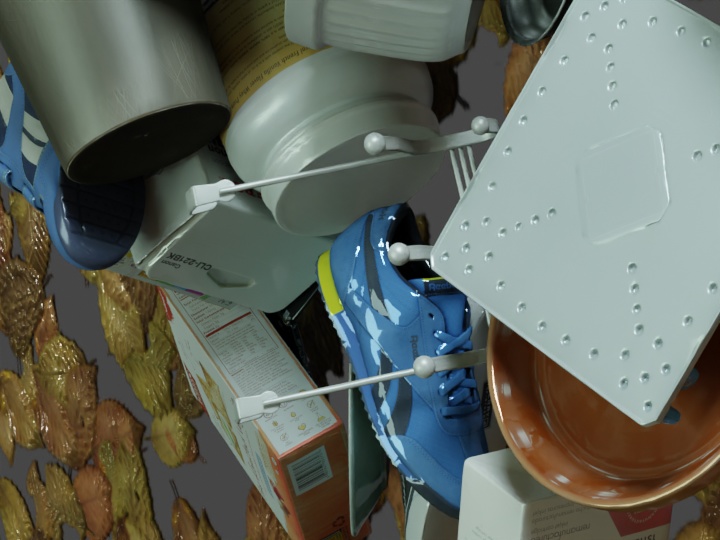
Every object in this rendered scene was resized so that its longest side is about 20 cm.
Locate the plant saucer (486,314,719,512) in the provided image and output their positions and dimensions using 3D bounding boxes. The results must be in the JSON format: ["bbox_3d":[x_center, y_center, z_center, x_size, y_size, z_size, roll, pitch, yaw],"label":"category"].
[{"bbox_3d":[0.156,0.034,1.358,0.199,0.032,0.202,-16,66,38],"label":"plant saucer"}]

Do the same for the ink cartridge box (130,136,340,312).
[{"bbox_3d":[-0.105,-0.085,1.707,0.084,0.144,0.201,-38,55,28],"label":"ink cartridge box"}]

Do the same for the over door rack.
[{"bbox_3d":[0.000,0.000,1.475,0.067,0.199,0.149,40,-143,-79],"label":"over door rack"}]

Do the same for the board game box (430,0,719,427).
[{"bbox_3d":[0.150,-0.043,1.352,0.200,0.026,0.201,37,101,44],"label":"board game box"}]

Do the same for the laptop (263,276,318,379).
[{"bbox_3d":[-0.045,-0.021,1.805,0.177,0.103,0.201,53,165,39],"label":"laptop"}]

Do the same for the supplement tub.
[{"bbox_3d":[-0.038,-0.138,1.625,0.201,0.144,0.145,65,146,25],"label":"supplement tub"}]

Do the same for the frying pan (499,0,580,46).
[{"bbox_3d":[0.111,-0.224,1.459,0.115,0.031,0.191,141,134,-63],"label":"frying pan"}]

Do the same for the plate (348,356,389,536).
[{"bbox_3d":[0.008,0.078,1.655,0.200,0.025,0.202,2,-90,-88],"label":"plate"}]

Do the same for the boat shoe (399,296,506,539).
[{"bbox_3d":[0.051,0.094,1.602,0.068,0.071,0.201,27,119,36],"label":"boat shoe"}]

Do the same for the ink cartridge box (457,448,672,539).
[{"bbox_3d":[0.118,0.204,1.488,0.067,0.116,0.201,34,128,50],"label":"ink cartridge box"}]

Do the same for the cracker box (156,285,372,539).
[{"bbox_3d":[-0.071,0.099,1.790,0.200,0.057,0.134,53,164,40],"label":"cracker box"}]

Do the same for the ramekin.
[{"bbox_3d":[0.032,-0.217,1.447,0.200,0.104,0.202,16,-90,-86],"label":"ramekin"}]

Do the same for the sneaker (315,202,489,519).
[{"bbox_3d":[0.041,0.054,1.521,0.078,0.066,0.201,-35,70,34],"label":"sneaker"}]

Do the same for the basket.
[{"bbox_3d":[-0.167,-0.169,1.570,0.180,0.135,0.201,-39,69,47],"label":"basket"}]

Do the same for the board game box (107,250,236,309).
[{"bbox_3d":[-0.152,-0.077,1.755,0.034,0.134,0.201,-37,54,27],"label":"board game box"}]

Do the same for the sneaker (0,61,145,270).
[{"bbox_3d":[-0.199,-0.070,1.642,0.082,0.074,0.201,-40,45,27],"label":"sneaker"}]
